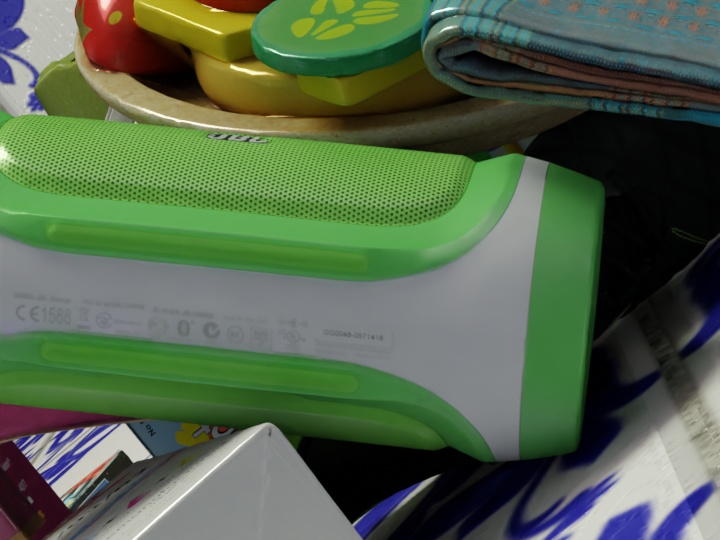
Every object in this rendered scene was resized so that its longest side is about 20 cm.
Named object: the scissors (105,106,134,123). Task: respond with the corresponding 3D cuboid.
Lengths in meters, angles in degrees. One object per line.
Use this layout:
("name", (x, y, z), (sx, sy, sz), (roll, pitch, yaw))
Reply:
("scissors", (-0.084, -0.095, 1.002), (0.200, 0.073, 0.014), (-55, -21, -37))

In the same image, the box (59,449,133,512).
("box", (-0.187, 0.172, 1.156), (0.200, 0.040, 0.137), (-38, 5, 23))

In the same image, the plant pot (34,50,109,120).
("plant pot", (-0.038, -0.045, 1.104), (0.200, 0.190, 0.200), (-40, 6, 5))

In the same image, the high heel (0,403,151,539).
("high heel", (-0.080, 0.007, 0.771), (0.199, 0.096, 0.067), (-35, 4, 7))

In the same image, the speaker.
("speaker", (-0.036, 0.003, 0.697), (0.198, 0.089, 0.088), (6, 14, 7))

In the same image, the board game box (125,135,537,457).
("board game box", (0.000, 0.000, 0.931), (0.200, 0.103, 0.105), (-40, 6, -4))

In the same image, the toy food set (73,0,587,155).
("toy food set", (0.010, -0.089, 0.790), (0.199, 0.049, 0.197), (-27, 34, -34))

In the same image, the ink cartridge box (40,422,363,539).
("ink cartridge box", (-0.073, 0.110, 0.720), (0.115, 0.068, 0.200), (-40, 4, -19))

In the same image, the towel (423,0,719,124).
("towel", (0.112, -0.110, 0.711), (0.022, 0.146, 0.201), (84, -157, -43))

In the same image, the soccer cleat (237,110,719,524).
("soccer cleat", (0.050, 0.013, 0.769), (0.200, 0.068, 0.081), (-39, 25, 4))

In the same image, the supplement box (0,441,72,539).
("supplement box", (-0.182, 0.098, 0.869), (0.131, 0.200, 0.103), (-40, 5, 9))
